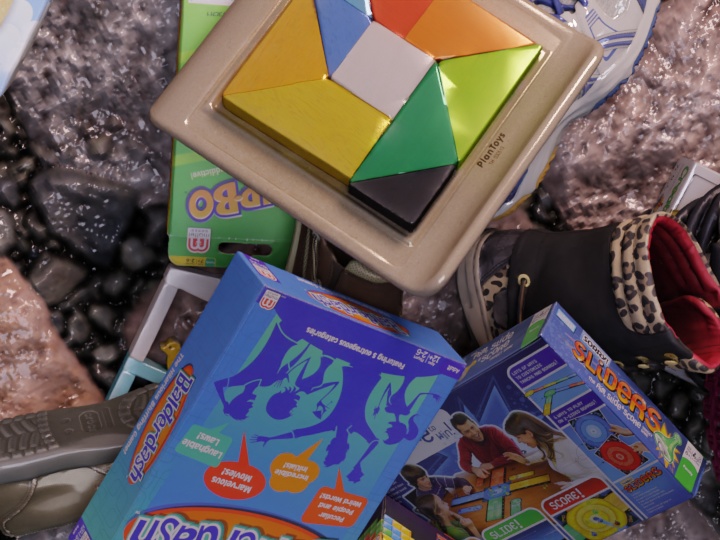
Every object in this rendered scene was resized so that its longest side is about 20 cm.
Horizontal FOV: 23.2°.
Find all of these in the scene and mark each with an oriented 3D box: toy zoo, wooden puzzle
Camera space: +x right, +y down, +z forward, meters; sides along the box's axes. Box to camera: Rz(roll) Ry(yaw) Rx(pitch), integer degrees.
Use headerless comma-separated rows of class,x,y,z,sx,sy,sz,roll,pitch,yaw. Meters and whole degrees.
toy zoo,-0.089,0.084,1.094,0.131,0.020,0.200,25,96,-11
wooden puzzle,0.009,-0.108,0.986,0.200,0.037,0.185,32,75,12

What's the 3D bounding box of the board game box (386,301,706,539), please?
board game box,0.087,0.116,1.056,0.135,0.034,0.200,46,131,-12

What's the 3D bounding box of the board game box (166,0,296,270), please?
board game box,-0.065,-0.100,1.061,0.095,0.030,0.200,3,97,-9

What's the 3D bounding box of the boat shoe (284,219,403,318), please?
boat shoe,-0.006,0.001,1.038,0.075,0.075,0.202,-8,102,-20

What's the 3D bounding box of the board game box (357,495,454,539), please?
board game box,0.022,0.261,1.096,0.165,0.057,0.200,35,112,-10

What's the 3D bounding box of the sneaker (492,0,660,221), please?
sneaker,0.101,-0.124,1.038,0.088,0.075,0.200,29,95,-44

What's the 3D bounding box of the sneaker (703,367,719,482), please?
sneaker,0.259,0.047,1.021,0.088,0.081,0.200,12,100,-2

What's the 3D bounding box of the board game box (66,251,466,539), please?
board game box,-0.053,0.104,1.002,0.152,0.045,0.200,22,106,-35

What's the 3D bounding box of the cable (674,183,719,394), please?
cable,0.277,0.028,1.079,0.163,0.051,0.200,-39,102,0

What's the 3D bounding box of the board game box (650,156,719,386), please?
board game box,0.264,0.028,1.121,0.200,0.035,0.126,25,95,-11

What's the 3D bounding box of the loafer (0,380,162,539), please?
loafer,-0.136,0.115,1.053,0.200,0.075,0.070,-8,116,-6

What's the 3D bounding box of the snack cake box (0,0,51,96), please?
snack cake box,-0.250,-0.158,0.853,0.200,0.115,0.067,26,94,-13

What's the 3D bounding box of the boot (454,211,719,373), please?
boot,0.150,0.058,1.054,0.073,0.151,0.200,-26,99,-44
